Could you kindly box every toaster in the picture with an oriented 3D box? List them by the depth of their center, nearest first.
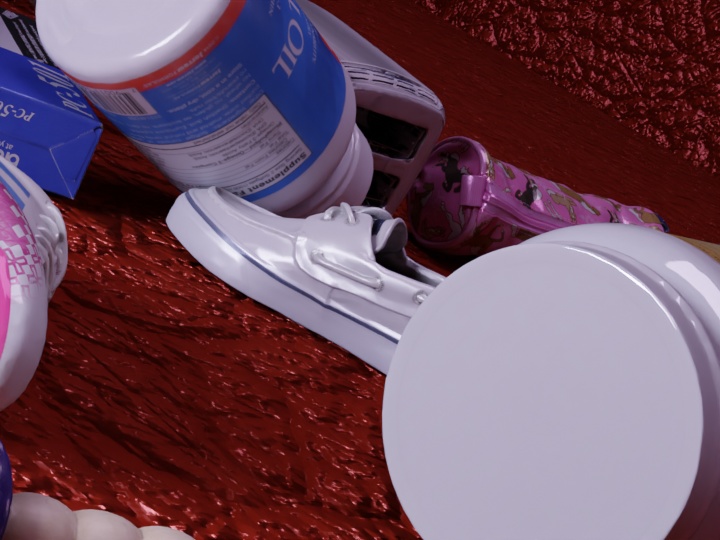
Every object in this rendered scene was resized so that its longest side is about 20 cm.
[{"bbox_3d":[-0.040,-0.101,1.132,0.129,0.114,0.200,37,12,30],"label":"toaster"}]

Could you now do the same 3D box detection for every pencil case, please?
[{"bbox_3d":[0.123,-0.029,1.259,0.200,0.087,0.083,18,46,-36],"label":"pencil case"}]

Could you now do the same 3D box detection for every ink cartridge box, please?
[{"bbox_3d":[-0.201,-0.101,0.947,0.094,0.044,0.200,19,14,-25],"label":"ink cartridge box"}]

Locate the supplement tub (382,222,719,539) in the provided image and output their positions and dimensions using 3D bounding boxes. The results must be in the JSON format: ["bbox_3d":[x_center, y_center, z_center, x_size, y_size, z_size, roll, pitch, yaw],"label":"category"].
[{"bbox_3d":[0.110,0.057,0.704,0.144,0.144,0.200,34,13,29],"label":"supplement tub"}]

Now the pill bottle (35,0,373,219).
[{"bbox_3d":[-0.069,-0.095,0.946,0.112,0.112,0.200,36,-8,36],"label":"pill bottle"}]

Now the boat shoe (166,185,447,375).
[{"bbox_3d":[0.000,0.000,0.899,0.200,0.065,0.074,29,13,11],"label":"boat shoe"}]

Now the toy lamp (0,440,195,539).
[{"bbox_3d":[-0.026,0.088,0.497,0.200,0.058,0.058,20,13,-23],"label":"toy lamp"}]

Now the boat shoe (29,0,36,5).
[{"bbox_3d":[-0.210,-0.222,1.355,0.200,0.072,0.072,54,17,2],"label":"boat shoe"}]

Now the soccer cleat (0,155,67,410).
[{"bbox_3d":[-0.129,-0.007,0.638,0.086,0.070,0.200,19,14,-34],"label":"soccer cleat"}]
